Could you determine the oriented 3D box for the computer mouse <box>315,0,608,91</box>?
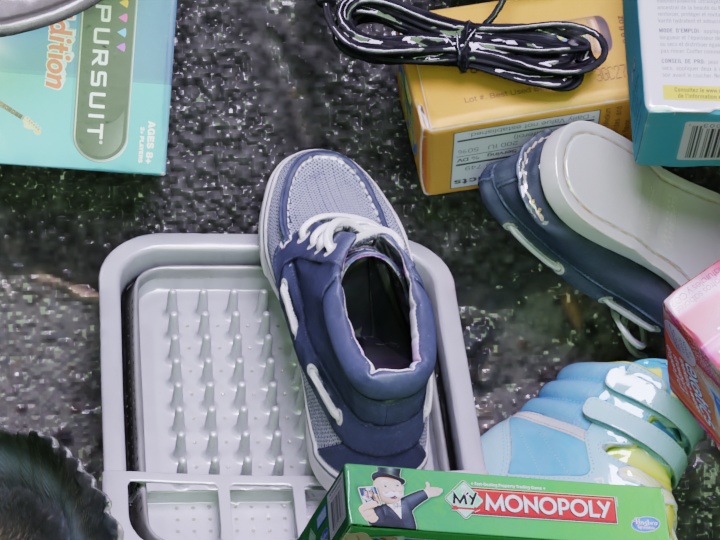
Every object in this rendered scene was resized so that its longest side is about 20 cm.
[{"bbox_3d":[0.045,-0.175,1.124,0.140,0.046,0.201,4,72,-1],"label":"computer mouse"}]

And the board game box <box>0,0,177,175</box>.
[{"bbox_3d":[-0.185,-0.127,1.117,0.199,0.047,0.151,4,95,-6],"label":"board game box"}]

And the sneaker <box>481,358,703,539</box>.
[{"bbox_3d":[0.131,0.112,1.116,0.131,0.200,0.080,-44,140,-7],"label":"sneaker"}]

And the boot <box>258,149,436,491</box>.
[{"bbox_3d":[0.000,0.000,1.074,0.073,0.200,0.090,-4,139,-13],"label":"boot"}]

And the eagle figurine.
[{"bbox_3d":[-0.162,0.140,1.034,0.199,0.152,0.151,-1,91,15],"label":"eagle figurine"}]

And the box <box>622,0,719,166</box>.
[{"bbox_3d":[0.160,-0.145,1.100,0.082,0.049,0.200,1,62,-1],"label":"box"}]

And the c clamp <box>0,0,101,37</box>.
[{"bbox_3d":[-0.141,-0.201,1.081,0.170,0.027,0.201,-8,73,-11],"label":"c clamp"}]

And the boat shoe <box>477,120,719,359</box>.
[{"bbox_3d":[0.138,-0.003,1.145,0.200,0.062,0.075,28,61,-35],"label":"boat shoe"}]

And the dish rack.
[{"bbox_3d":[-0.034,0.068,1.101,0.171,0.200,0.044,0,137,-8],"label":"dish rack"}]

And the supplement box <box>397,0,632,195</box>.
[{"bbox_3d":[0.119,-0.092,1.137,0.199,0.069,0.067,-8,62,-6],"label":"supplement box"}]

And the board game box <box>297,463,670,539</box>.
[{"bbox_3d":[0.031,0.141,1.019,0.134,0.200,0.029,5,58,-16],"label":"board game box"}]

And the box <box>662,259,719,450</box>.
[{"bbox_3d":[0.241,0.011,1.077,0.200,0.100,0.096,-34,65,-8],"label":"box"}]
